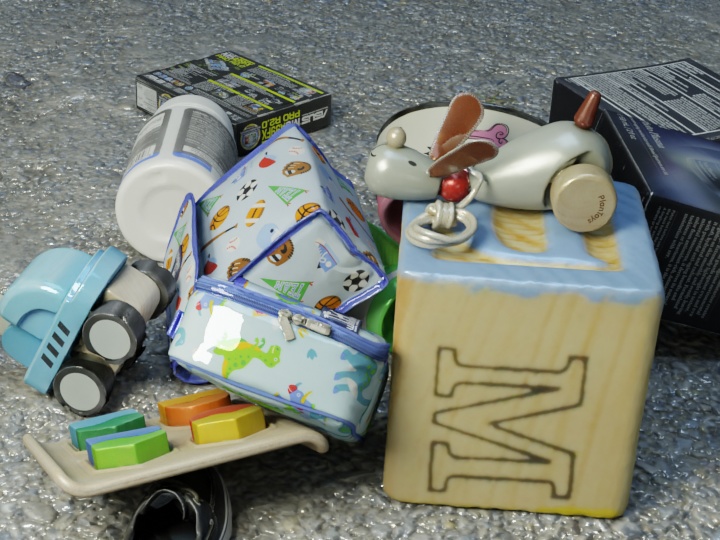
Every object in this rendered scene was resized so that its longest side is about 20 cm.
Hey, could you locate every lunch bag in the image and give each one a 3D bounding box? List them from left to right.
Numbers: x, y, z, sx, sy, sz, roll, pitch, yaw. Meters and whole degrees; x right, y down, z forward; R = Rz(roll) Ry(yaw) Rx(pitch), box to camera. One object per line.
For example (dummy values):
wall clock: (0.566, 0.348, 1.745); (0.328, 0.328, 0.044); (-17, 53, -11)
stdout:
lunch bag: (-0.096, -0.009, 1.214); (0.199, 0.124, 0.171); (-37, 32, 13)
lunch bag: (-0.059, 0.067, 1.042); (0.159, 0.083, 0.200); (20, -8, 6)

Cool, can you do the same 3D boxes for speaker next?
speaker: (0.000, 0.000, 1.288); (0.087, 0.090, 0.200); (-12, 32, -26)

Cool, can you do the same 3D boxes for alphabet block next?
alphabet block: (0.121, 0.053, 1.083); (0.193, 0.202, 0.196); (5, 27, 3)

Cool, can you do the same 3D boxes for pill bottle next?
pill bottle: (-0.186, -0.102, 1.426); (0.112, 0.115, 0.201); (3, 28, -1)

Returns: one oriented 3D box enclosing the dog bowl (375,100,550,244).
dog bowl: (0.103, -0.065, 1.216); (0.197, 0.201, 0.075); (9, 65, 11)

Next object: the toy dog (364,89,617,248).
toy dog: (0.109, -0.092, 1.034); (0.197, 0.097, 0.132); (-7, 29, -18)

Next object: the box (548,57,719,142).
box: (0.343, -0.138, 1.533); (0.196, 0.125, 0.200); (-12, 33, -23)

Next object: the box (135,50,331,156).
box: (-0.159, -0.211, 1.702); (0.199, 0.045, 0.159); (28, 36, 37)

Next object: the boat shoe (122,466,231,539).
boat shoe: (-0.135, 0.183, 0.956); (0.069, 0.067, 0.201); (7, 29, 8)

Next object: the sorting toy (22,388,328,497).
sorting toy: (-0.144, 0.122, 1.027); (0.197, 0.037, 0.185); (-7, 4, -21)

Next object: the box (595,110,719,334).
box: (0.318, -0.041, 1.298); (0.196, 0.124, 0.201); (15, 27, -12)

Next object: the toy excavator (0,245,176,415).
toy excavator: (-0.283, 0.037, 1.157); (0.199, 0.195, 0.100); (33, 30, -3)
